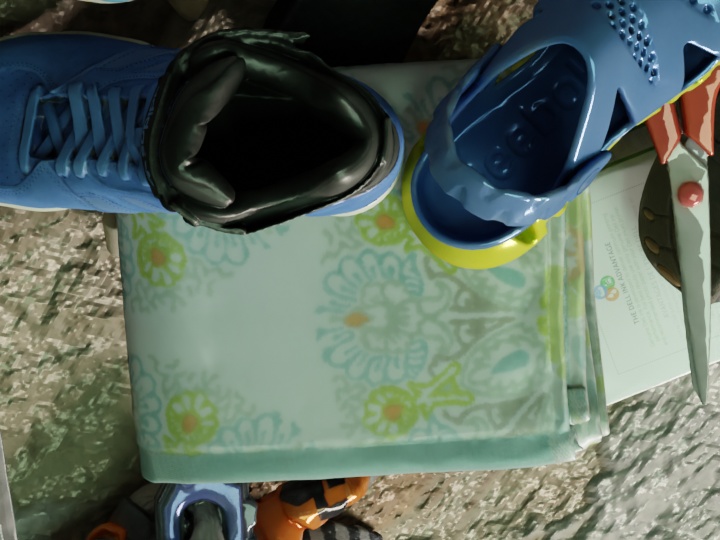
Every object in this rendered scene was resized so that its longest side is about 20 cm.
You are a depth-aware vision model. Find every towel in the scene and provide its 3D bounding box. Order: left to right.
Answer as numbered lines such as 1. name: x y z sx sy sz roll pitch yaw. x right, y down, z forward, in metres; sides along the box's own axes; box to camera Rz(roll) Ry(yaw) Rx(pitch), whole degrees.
1. towel: 0.000 0.000 1.041 0.199 0.048 0.172 -3 99 2

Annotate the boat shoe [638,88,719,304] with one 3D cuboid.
1. boat shoe: 0.176 -0.078 1.049 0.073 0.075 0.201 -15 138 -37

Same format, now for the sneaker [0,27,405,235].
1. sneaker: -0.083 -0.056 0.951 0.199 0.111 0.077 8 88 2

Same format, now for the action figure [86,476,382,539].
1. action figure: -0.061 0.167 1.217 0.192 0.105 0.201 1 104 -23

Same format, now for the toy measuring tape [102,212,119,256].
1. toy measuring tape: -0.008 -0.031 1.081 0.199 0.074 0.074 -21 136 -12

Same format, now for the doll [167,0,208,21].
1. doll: -0.141 -0.137 0.929 0.199 0.049 0.137 10 136 -34

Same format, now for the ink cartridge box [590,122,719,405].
1. ink cartridge box: 0.113 -0.001 1.146 0.199 0.059 0.104 -22 105 3

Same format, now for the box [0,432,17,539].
1. box: -0.181 0.025 0.976 0.049 0.160 0.201 -15 135 -15

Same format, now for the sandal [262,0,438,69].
1. sandal: 0.013 -0.139 0.997 0.075 0.048 0.200 14 145 -23

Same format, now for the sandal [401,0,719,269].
1. sandal: 0.089 -0.081 0.955 0.200 0.079 0.087 -54 174 7

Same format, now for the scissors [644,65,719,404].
1. scissors: 0.138 -0.044 1.020 0.073 0.014 0.201 -20 104 5

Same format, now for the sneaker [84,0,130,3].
1. sneaker: -0.068 -0.189 0.860 0.076 0.081 0.201 9 93 -40
